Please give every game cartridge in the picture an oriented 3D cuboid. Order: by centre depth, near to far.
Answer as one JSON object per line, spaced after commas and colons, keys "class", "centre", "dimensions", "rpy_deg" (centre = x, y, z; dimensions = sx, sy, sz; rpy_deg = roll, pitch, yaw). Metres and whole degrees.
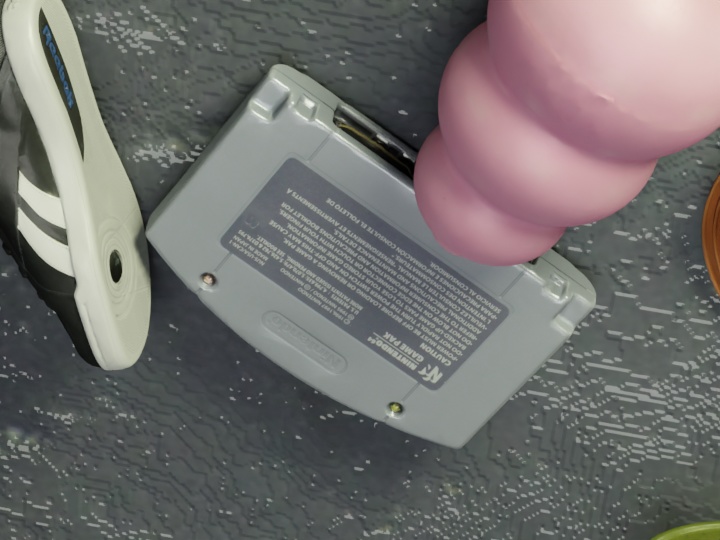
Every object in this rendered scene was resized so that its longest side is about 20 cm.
{"class": "game cartridge", "centre": [0.000, 0.000, 1.291], "dimensions": [0.200, 0.041, 0.133], "rpy_deg": [35, 118, -12]}

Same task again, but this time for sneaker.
{"class": "sneaker", "centre": [-0.178, -0.041, 1.282], "dimensions": [0.112, 0.073, 0.200], "rpy_deg": [-7, 112, 18]}

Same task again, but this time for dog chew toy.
{"class": "dog chew toy", "centre": [0.093, -0.078, 1.178], "dimensions": [0.124, 0.125, 0.200], "rpy_deg": [30, 128, -9]}

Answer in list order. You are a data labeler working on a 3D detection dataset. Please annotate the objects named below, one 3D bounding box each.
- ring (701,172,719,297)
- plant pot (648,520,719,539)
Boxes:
{"class": "ring", "centre": [0.257, 0.002, 1.220], "dimensions": [0.200, 0.019, 0.201], "rpy_deg": [15, 139, 14]}
{"class": "plant pot", "centre": [0.192, 0.238, 1.338], "dimensions": [0.187, 0.187, 0.200], "rpy_deg": [-1, 107, 11]}
